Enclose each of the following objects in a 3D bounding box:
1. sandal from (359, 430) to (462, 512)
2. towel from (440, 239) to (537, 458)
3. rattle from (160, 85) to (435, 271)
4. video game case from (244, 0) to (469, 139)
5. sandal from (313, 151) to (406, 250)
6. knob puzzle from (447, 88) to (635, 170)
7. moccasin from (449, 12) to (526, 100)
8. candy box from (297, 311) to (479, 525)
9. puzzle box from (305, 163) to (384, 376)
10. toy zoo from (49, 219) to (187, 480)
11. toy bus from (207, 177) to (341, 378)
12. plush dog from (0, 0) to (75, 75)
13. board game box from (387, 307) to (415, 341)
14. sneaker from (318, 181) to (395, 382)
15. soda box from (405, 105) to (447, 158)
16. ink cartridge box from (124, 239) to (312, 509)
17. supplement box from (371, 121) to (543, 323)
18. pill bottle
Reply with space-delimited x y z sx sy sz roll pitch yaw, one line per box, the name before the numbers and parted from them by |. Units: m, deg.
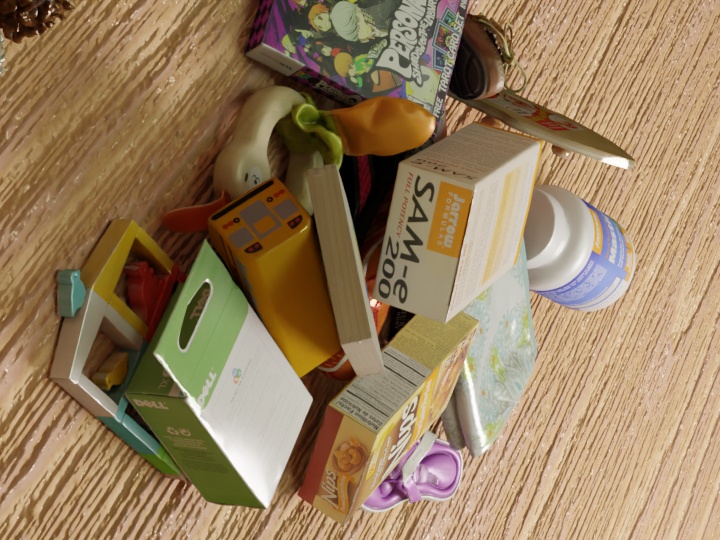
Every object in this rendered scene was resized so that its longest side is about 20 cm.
sandal | 0.055 0.187 1.610 0.202 0.049 0.083 4 89 -60
towel | 0.120 0.057 1.658 0.171 0.048 0.202 -51 136 -49
rattle | -0.046 -0.066 1.335 0.200 0.142 0.131 -41 145 -59
video game case | 0.008 -0.234 1.429 0.180 0.036 0.202 25 68 -26
sandal | -0.014 -0.070 1.453 0.045 0.075 0.202 40 60 -40
knob puzzle | 0.171 -0.135 1.634 0.219 0.219 0.031 0 116 -60
moccasin | 0.113 -0.200 1.563 0.201 0.077 0.074 -106 -168 -78
candy box | 0.027 0.121 1.502 0.200 0.055 0.116 -44 158 -49
puzzle box | -0.010 0.006 1.312 0.200 0.025 0.134 73 5 -78
toy zoo | -0.163 0.054 1.251 0.200 0.020 0.132 53 49 -49
toy bus | -0.062 0.016 1.313 0.065 0.078 0.201 -33 145 -15
plush dog | -0.206 -0.215 1.002 0.161 0.170 0.201 56 47 -45
board game box | 0.083 -0.009 1.663 0.135 0.028 0.202 29 68 -58
sneaker | 0.000 0.000 1.494 0.202 0.072 0.077 -70 156 -11
soda box | 0.036 -0.159 1.535 0.068 0.063 0.202 -24 113 -57
ink cartridge box | -0.113 0.079 1.258 0.201 0.059 0.104 60 43 -44
supplement box | 0.088 -0.047 1.483 0.200 0.073 0.127 -33 137 -64
pill bottle | 0.209 -0.027 1.797 0.200 0.111 0.113 23 73 -59
